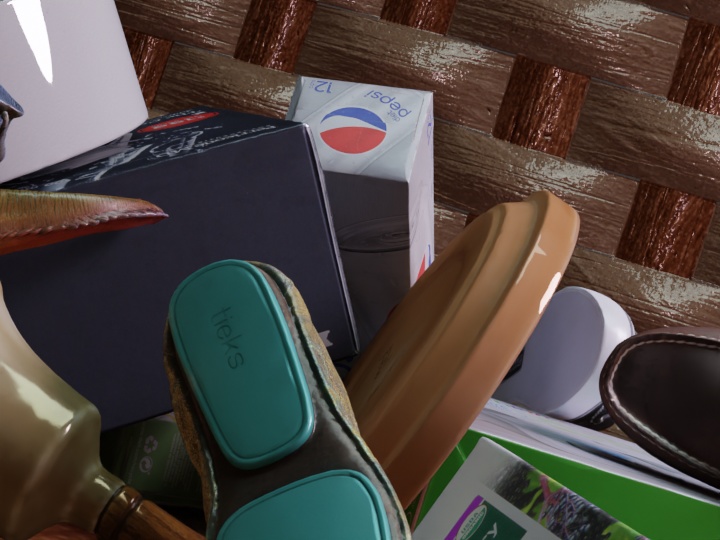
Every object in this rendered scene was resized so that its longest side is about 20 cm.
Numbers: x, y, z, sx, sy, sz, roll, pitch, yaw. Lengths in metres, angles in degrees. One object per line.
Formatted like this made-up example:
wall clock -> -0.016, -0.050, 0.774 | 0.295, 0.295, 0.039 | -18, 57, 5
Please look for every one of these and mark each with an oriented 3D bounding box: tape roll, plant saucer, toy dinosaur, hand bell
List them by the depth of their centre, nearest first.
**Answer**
hand bell -> -0.077, 0.088, 0.673 | 0.199, 0.104, 0.104 | 30, 2, 8
toy dinosaur -> -0.194, 0.006, 0.697 | 0.200, 0.182, 0.105 | 37, 10, -26
plant saucer -> 0.022, 0.046, 0.837 | 0.032, 0.201, 0.200 | 37, -1, -5
tape roll -> -0.197, -0.071, 0.843 | 0.201, 0.071, 0.202 | -15, 12, 3

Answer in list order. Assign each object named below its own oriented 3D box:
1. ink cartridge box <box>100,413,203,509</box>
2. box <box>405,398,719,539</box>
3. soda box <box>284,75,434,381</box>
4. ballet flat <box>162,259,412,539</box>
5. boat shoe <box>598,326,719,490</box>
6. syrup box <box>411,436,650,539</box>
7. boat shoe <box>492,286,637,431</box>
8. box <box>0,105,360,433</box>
ink cartridge box -> -0.087, 0.089, 1.002 | 0.199, 0.048, 0.145 | 14, 3, -43
box -> 0.108, 0.130, 0.891 | 0.199, 0.097, 0.176 | 18, 3, -4
soda box -> 0.000, 0.000, 0.963 | 0.068, 0.064, 0.201 | 8, -42, 9
ballet flat -> -0.019, 0.081, 0.631 | 0.070, 0.071, 0.201 | 17, 35, -33
boat shoe -> 0.195, 0.072, 0.827 | 0.199, 0.071, 0.070 | 19, -1, 15
syrup box -> 0.068, 0.118, 0.576 | 0.081, 0.079, 0.200 | 38, -3, -14
boat shoe -> 0.117, 0.060, 1.033 | 0.066, 0.070, 0.200 | 15, -18, -11
box -> -0.126, 0.002, 0.857 | 0.199, 0.105, 0.182 | -17, 12, -16
